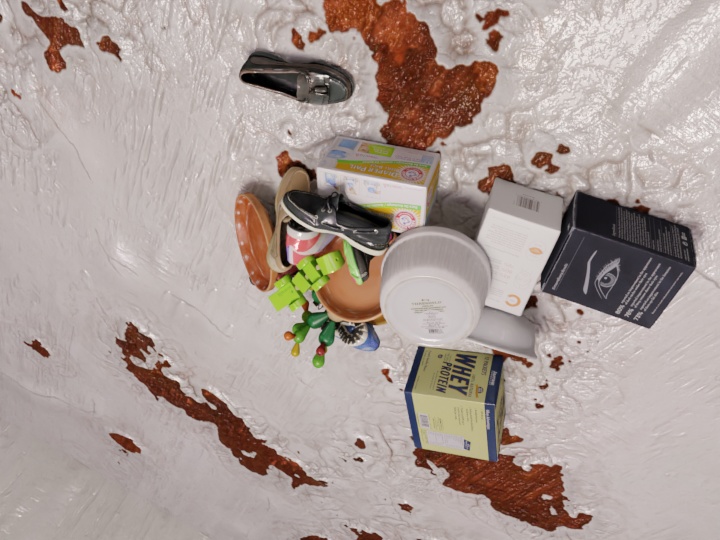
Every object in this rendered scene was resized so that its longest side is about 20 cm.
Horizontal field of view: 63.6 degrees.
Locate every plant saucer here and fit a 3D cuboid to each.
[{"bbox_3d":[0.000,0.000,1.139,0.195,0.206,0.037,7,173,18],"label":"plant saucer"},{"bbox_3d":[-0.210,-0.058,1.191,0.200,0.032,0.205,42,140,48],"label":"plant saucer"}]

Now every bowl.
[{"bbox_3d":[0.253,0.099,1.121,0.196,0.093,0.201,16,178,1],"label":"bowl"}]

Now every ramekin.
[{"bbox_3d":[0.123,0.037,0.993,0.194,0.106,0.204,8,130,10],"label":"ramekin"}]

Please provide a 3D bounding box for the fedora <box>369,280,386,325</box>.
[{"bbox_3d":[0.048,0.050,1.203,0.195,0.083,0.204,13,133,14],"label":"fedora"}]

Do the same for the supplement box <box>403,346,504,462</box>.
[{"bbox_3d":[0.218,0.299,1.305,0.194,0.136,0.204,4,130,21],"label":"supplement box"}]

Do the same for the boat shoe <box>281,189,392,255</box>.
[{"bbox_3d":[-0.035,-0.095,0.965,0.196,0.075,0.067,28,134,-2],"label":"boat shoe"}]

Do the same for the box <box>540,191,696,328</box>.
[{"bbox_3d":[0.419,-0.017,0.962,0.195,0.105,0.150,21,135,7],"label":"box"}]

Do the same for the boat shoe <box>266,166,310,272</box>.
[{"bbox_3d":[-0.125,-0.097,1.088,0.070,0.206,0.064,12,172,-25],"label":"boat shoe"}]

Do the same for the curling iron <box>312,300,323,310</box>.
[{"bbox_3d":[-0.052,0.029,1.248,0.026,0.049,0.200,46,139,5],"label":"curling iron"}]

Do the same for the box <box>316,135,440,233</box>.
[{"bbox_3d":[0.032,-0.149,1.018,0.194,0.114,0.103,12,134,13],"label":"box"}]

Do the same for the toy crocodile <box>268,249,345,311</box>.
[{"bbox_3d":[-0.109,0.020,1.123,0.199,0.062,0.068,-39,90,35],"label":"toy crocodile"}]

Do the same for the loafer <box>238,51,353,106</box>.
[{"bbox_3d":[-0.110,-0.312,0.975,0.195,0.064,0.073,16,134,11],"label":"loafer"}]

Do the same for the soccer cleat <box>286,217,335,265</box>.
[{"bbox_3d":[-0.076,-0.073,1.073,0.067,0.199,0.075,23,117,18],"label":"soccer cleat"}]

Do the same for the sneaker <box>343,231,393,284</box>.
[{"bbox_3d":[0.017,-0.060,1.042,0.081,0.203,0.078,-2,134,13],"label":"sneaker"}]

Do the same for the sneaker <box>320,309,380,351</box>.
[{"bbox_3d":[-0.023,0.128,1.262,0.089,0.079,0.199,36,179,-33],"label":"sneaker"}]

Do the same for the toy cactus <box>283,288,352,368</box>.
[{"bbox_3d":[-0.082,0.089,1.198,0.162,0.205,0.102,-23,145,23],"label":"toy cactus"}]

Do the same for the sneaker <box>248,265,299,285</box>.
[{"bbox_3d":[-0.180,-0.021,1.271,0.198,0.073,0.089,-16,84,47],"label":"sneaker"}]

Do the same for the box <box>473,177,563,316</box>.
[{"bbox_3d":[0.260,-0.039,1.020,0.121,0.098,0.203,18,133,7],"label":"box"}]
